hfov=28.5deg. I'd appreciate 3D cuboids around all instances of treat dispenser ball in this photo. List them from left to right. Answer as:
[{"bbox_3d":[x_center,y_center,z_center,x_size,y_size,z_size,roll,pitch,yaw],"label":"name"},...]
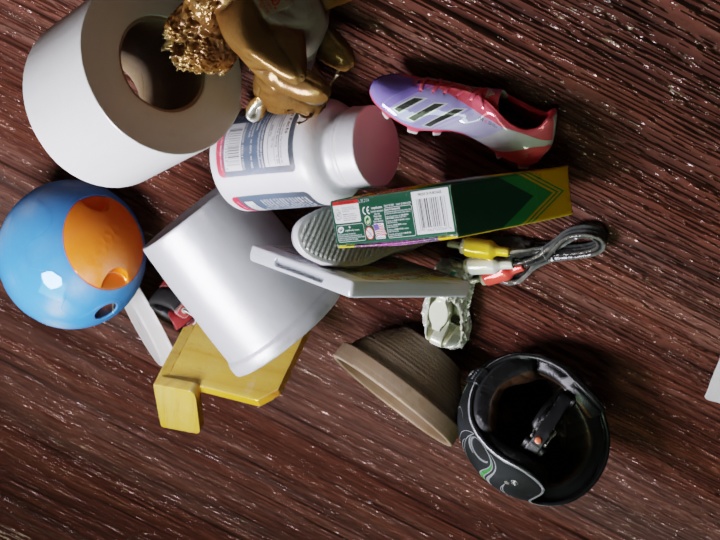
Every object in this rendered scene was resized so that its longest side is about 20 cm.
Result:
[{"bbox_3d":[-0.391,-0.021,1.916,0.199,0.202,0.201,18,148,12],"label":"treat dispenser ball"}]

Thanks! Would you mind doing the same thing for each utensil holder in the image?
[{"bbox_3d":[-0.150,0.002,1.776,0.200,0.170,0.170,53,143,-9],"label":"utensil holder"}]

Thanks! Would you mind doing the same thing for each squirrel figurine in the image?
[{"bbox_3d":[-0.102,-0.239,1.472,0.199,0.142,0.187,23,160,6],"label":"squirrel figurine"}]

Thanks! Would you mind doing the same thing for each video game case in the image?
[{"bbox_3d":[0.000,0.000,1.683,0.199,0.023,0.181,1,-167,-44],"label":"video game case"}]

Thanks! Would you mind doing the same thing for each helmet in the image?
[{"bbox_3d":[0.223,0.204,1.827,0.199,0.201,0.191,15,163,17],"label":"helmet"}]

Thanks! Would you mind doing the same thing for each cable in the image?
[{"bbox_3d":[0.201,-0.010,1.652,0.199,0.051,0.097,0,142,38],"label":"cable"}]

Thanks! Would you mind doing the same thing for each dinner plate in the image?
[{"bbox_3d":[-0.315,0.077,2.076,0.201,0.024,0.201,54,163,24],"label":"dinner plate"}]

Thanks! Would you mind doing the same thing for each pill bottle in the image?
[{"bbox_3d":[-0.061,-0.131,1.594,0.199,0.120,0.120,-1,140,37],"label":"pill bottle"}]

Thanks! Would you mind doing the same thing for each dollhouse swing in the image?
[{"bbox_3d":[-0.166,0.129,1.981,0.175,0.201,0.182,19,149,10],"label":"dollhouse swing"}]

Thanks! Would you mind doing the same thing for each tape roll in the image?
[{"bbox_3d":[-0.248,-0.204,1.542,0.203,0.204,0.139,41,145,-25],"label":"tape roll"}]

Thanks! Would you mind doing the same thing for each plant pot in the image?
[{"bbox_3d":[0.067,0.140,1.901,0.200,0.093,0.201,36,173,5],"label":"plant pot"}]

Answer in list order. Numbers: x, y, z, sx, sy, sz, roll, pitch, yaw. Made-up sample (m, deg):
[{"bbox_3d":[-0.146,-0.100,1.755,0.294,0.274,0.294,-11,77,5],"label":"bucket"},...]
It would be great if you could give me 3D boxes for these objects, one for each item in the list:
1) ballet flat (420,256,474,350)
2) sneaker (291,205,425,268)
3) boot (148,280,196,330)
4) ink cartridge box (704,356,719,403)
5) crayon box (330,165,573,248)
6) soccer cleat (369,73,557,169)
[{"bbox_3d":[0.105,0.057,1.810,0.071,0.072,0.201,17,149,13],"label":"ballet flat"},{"bbox_3d":[-0.016,-0.037,1.667,0.199,0.073,0.114,-4,177,-38],"label":"sneaker"},{"bbox_3d":[-0.180,0.028,1.896,0.199,0.145,0.073,7,143,25],"label":"boot"},{"bbox_3d":[0.512,0.184,1.700,0.199,0.068,0.115,18,148,13],"label":"ink cartridge box"},{"bbox_3d":[0.096,-0.068,1.512,0.199,0.172,0.059,-4,97,52],"label":"crayon box"},{"bbox_3d":[0.108,-0.171,1.472,0.199,0.067,0.077,22,139,2],"label":"soccer cleat"}]
